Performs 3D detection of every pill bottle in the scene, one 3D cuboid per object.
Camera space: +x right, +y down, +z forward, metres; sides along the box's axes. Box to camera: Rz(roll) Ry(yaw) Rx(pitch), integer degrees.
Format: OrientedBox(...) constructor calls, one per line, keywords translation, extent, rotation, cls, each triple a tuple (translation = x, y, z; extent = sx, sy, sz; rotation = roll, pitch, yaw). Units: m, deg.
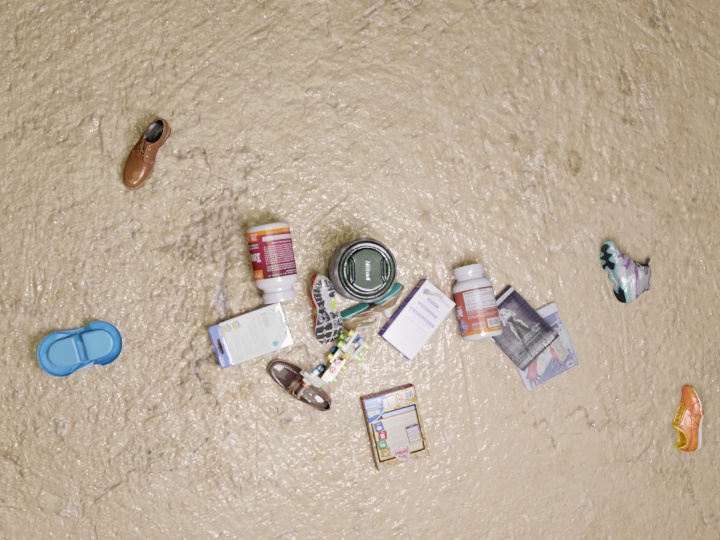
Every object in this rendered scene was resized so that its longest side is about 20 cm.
OrientedBox(translation=(-0.225, -0.019, 1.567), extent=(0.113, 0.113, 0.201), rotation=(-10, 91, -11), cls="pill bottle")
OrientedBox(translation=(0.315, 0.088, 1.666), extent=(0.112, 0.112, 0.201), rotation=(-9, 81, -11), cls="pill bottle")

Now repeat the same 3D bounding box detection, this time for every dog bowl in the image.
OrientedBox(translation=(-0.692, 0.192, 1.509), extent=(0.199, 0.050, 0.112), rotation=(-16, 93, -11), cls="dog bowl")

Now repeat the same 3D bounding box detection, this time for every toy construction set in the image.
OrientedBox(translation=(-0.067, 0.243, 1.587), extent=(0.200, 0.131, 0.092), rotation=(-39, 96, -9), cls="toy construction set")

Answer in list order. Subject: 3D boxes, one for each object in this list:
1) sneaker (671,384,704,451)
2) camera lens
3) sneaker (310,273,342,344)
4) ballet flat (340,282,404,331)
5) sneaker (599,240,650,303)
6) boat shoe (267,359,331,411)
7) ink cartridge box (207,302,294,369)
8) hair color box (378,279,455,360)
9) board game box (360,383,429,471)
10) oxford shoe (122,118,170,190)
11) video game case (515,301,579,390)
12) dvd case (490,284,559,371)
OrientedBox(translation=(0.980, 0.446, 1.821), extent=(0.077, 0.073, 0.201), rotation=(1, 87, -1), cls="sneaker")
OrientedBox(translation=(0.000, 0.000, 1.566), extent=(0.159, 0.200, 0.161), rotation=(0, 90, -10), cls="camera lens")
OrientedBox(translation=(-0.096, 0.099, 1.613), extent=(0.077, 0.085, 0.201), rotation=(-9, 114, -16), cls="sneaker")
OrientedBox(translation=(0.039, 0.108, 1.648), extent=(0.200, 0.068, 0.072), rotation=(-30, 115, -9), cls="ballet flat")
OrientedBox(translation=(0.796, -0.017, 1.788), extent=(0.140, 0.078, 0.201), rotation=(-26, 104, -11), cls="sneaker")
OrientedBox(translation=(-0.157, 0.307, 1.600), extent=(0.200, 0.072, 0.072), rotation=(41, 83, -8), cls="boat shoe")
OrientedBox(translation=(-0.287, 0.170, 1.592), extent=(0.199, 0.042, 0.120), rotation=(-20, 94, -13), cls="ink cartridge box")
OrientedBox(translation=(0.154, 0.133, 1.665), extent=(0.109, 0.065, 0.200), rotation=(40, 85, -8), cls="hair color box")
OrientedBox(translation=(0.094, 0.428, 1.660), extent=(0.151, 0.046, 0.201), rotation=(-12, 92, -11), cls="board game box")
OrientedBox(translation=(-0.548, -0.299, 1.529), extent=(0.071, 0.071, 0.201), rotation=(25, 87, -11), cls="oxford shoe")
OrientedBox(translation=(0.522, 0.219, 1.756), extent=(0.182, 0.023, 0.201), rotation=(-25, 95, -10), cls="video game case")
OrientedBox(translation=(0.441, 0.161, 1.718), extent=(0.149, 0.016, 0.200), rotation=(-42, 81, -8), cls="dvd case")
